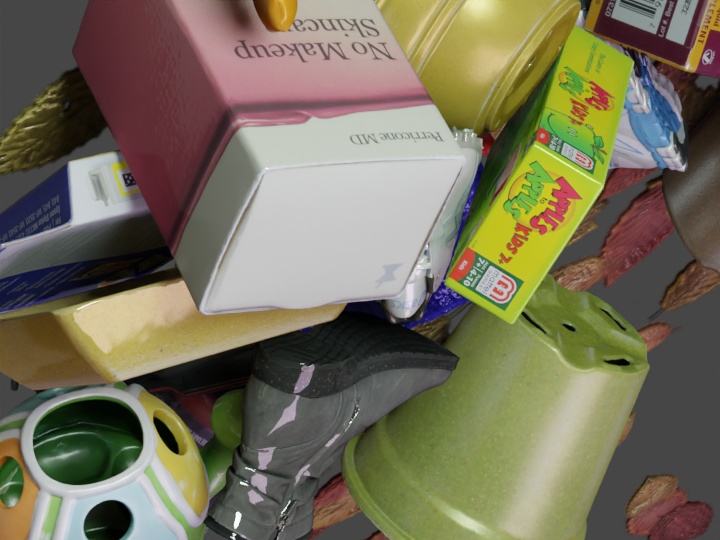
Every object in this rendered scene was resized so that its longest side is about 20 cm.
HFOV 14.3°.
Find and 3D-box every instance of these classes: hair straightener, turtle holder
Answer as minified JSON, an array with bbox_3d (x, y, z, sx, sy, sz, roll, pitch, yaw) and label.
[{"bbox_3d":[-0.138,0.048,1.769,0.199,0.041,0.077,-10,143,28],"label":"hair straightener"},{"bbox_3d":[-0.145,0.133,1.727,0.184,0.142,0.132,6,148,-3],"label":"turtle holder"}]

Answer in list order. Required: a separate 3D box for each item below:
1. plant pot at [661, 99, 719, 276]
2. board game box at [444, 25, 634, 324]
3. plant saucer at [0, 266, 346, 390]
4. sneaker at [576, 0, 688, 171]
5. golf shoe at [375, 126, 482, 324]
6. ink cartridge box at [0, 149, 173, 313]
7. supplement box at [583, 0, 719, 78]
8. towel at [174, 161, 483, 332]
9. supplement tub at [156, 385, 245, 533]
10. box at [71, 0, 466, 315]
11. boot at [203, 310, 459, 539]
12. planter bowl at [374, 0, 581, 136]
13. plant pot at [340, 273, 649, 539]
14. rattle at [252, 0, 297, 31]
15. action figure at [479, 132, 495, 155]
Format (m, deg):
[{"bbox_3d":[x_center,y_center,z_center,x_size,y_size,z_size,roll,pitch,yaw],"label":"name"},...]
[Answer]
[{"bbox_3d":[0.328,-0.083,2.021,0.200,0.201,0.198,-3,147,-47],"label":"plant pot"},{"bbox_3d":[0.106,-0.059,1.672,0.102,0.047,0.200,-57,-175,26],"label":"board game box"},{"bbox_3d":[-0.106,0.025,1.619,0.199,0.049,0.200,-15,-178,-25],"label":"plant saucer"},{"bbox_3d":[0.153,-0.116,1.887,0.086,0.075,0.200,-11,147,16],"label":"sneaker"},{"bbox_3d":[0.032,-0.025,1.637,0.078,0.098,0.200,-2,168,2],"label":"golf shoe"},{"bbox_3d":[-0.166,-0.021,1.623,0.199,0.047,0.197,-12,169,-37],"label":"ink cartridge box"},{"bbox_3d":[0.241,-0.180,1.819,0.199,0.085,0.111,4,107,-52],"label":"supplement box"},{"bbox_3d":[0.000,0.000,1.796,0.199,0.050,0.148,-28,143,7],"label":"towel"},{"bbox_3d":[-0.134,0.130,1.913,0.107,0.107,0.200,0,137,-49],"label":"supplement tub"},{"bbox_3d":[-0.052,-0.088,1.521,0.127,0.201,0.109,-5,139,-31],"label":"box"},{"bbox_3d":[-0.023,0.098,1.742,0.200,0.067,0.131,-6,118,-57],"label":"boot"},{"bbox_3d":[0.068,-0.138,1.644,0.201,0.083,0.200,-53,172,-11],"label":"planter bowl"},{"bbox_3d":[0.113,0.107,2.098,0.200,0.200,0.185,-1,127,-49],"label":"plant pot"},{"bbox_3d":[0.011,-0.210,1.491,0.199,0.143,0.131,-7,125,-33],"label":"rattle"},{"bbox_3d":[-0.014,-0.063,1.799,0.199,0.052,0.066,-24,147,-10],"label":"action figure"}]
